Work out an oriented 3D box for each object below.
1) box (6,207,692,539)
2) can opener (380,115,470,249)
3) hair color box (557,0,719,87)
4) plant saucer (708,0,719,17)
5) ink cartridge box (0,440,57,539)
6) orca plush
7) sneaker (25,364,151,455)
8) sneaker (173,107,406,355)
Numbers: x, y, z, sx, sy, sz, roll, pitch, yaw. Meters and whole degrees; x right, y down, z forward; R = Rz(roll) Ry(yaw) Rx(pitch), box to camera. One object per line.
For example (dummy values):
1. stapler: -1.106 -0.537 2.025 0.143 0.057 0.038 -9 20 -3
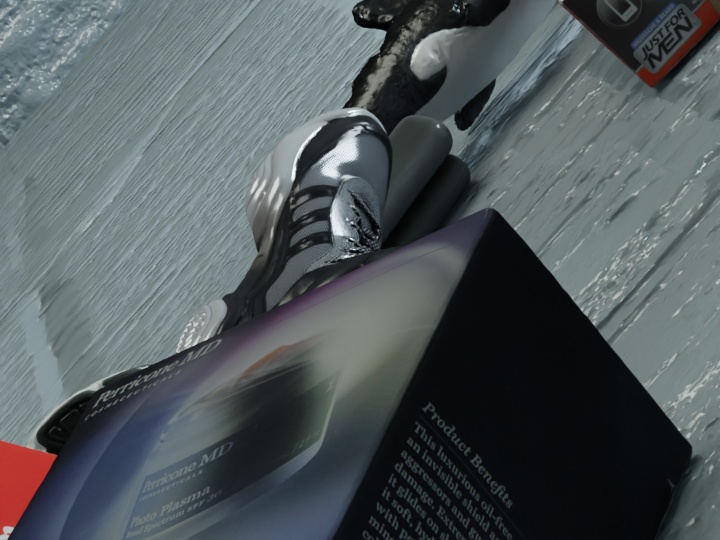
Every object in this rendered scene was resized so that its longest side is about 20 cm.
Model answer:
1. box: -0.025 0.110 0.892 0.200 0.123 0.199 -25 24 37
2. can opener: -0.002 0.011 1.343 0.066 0.053 0.200 11 54 34
3. hair color box: 0.140 -0.164 1.329 0.111 0.064 0.200 -46 12 10
4. plant saucer: 0.189 -0.135 0.832 0.200 0.200 0.029 -47 -9 7
5. ink cartridge box: -0.113 0.116 1.107 0.200 0.175 0.045 -76 2 -63
6. orca plush: 0.022 -0.107 1.444 0.200 0.071 0.105 -53 -19 -5
7. sneaker: -0.163 0.124 1.468 0.200 0.076 0.092 -47 9 0
8. sneaker: 0.000 0.000 1.241 0.113 0.076 0.200 -8 40 35
